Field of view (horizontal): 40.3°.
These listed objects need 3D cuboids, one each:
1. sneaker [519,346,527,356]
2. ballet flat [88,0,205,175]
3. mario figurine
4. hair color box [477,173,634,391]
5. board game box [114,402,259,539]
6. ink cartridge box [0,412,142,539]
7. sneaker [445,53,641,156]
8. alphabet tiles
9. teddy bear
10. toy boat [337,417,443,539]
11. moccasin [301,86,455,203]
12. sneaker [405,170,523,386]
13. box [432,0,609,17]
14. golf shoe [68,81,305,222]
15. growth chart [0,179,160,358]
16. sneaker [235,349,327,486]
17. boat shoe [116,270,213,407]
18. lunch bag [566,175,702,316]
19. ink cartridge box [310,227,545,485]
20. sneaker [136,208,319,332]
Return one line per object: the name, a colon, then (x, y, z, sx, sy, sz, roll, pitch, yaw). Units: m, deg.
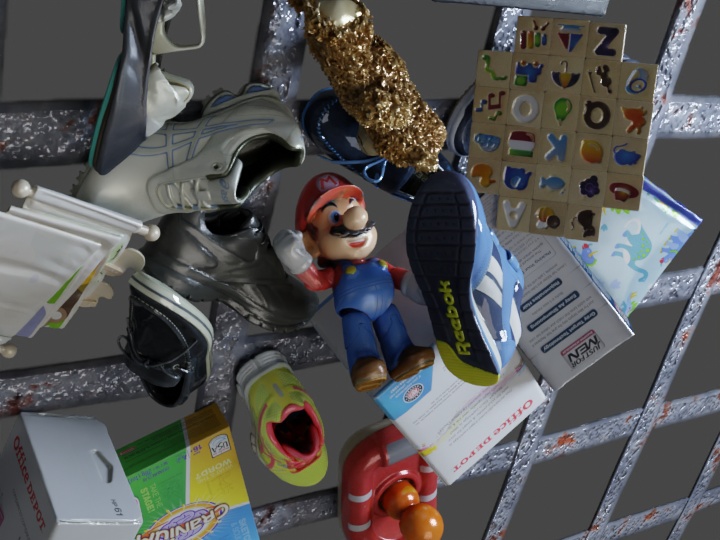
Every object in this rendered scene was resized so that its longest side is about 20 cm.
sneaker: (0.214, 0.067, 1.168, 0.199, 0.074, 0.082, 25, 102, -43)
ballet flat: (-0.151, -0.160, 0.721, 0.072, 0.073, 0.202, 1, 113, -36)
mario figurine: (0.000, 0.000, 0.882, 0.105, 0.202, 0.123, -28, 165, 24)
hair color box: (0.173, 0.009, 0.988, 0.100, 0.201, 0.061, -38, -178, 15)
board game box: (-0.194, 0.250, 1.030, 0.152, 0.040, 0.201, -25, 133, -19)
ink cartridge box: (-0.288, 0.250, 0.887, 0.084, 0.145, 0.201, 15, 112, -40)
sneaker: (0.184, -0.160, 0.952, 0.199, 0.109, 0.070, -33, 135, -11)
alphabet tiles: (0.186, -0.131, 0.920, 0.006, 0.165, 0.202, -40, 135, -73)
teddy bear: (-0.002, -0.154, 0.787, 0.067, 0.145, 0.200, -41, 151, 1)
toy boat: (0.050, 0.277, 1.163, 0.129, 0.131, 0.202, -18, 130, -24)
moccasin: (0.035, -0.110, 0.908, 0.199, 0.068, 0.081, 20, 109, -42)
sneaker: (0.096, 0.000, 0.861, 0.082, 0.073, 0.202, -38, 126, -39)
box: (0.140, -0.303, 0.836, 0.198, 0.079, 0.142, -5, 127, -33)
golf shoe: (-0.137, -0.079, 0.788, 0.199, 0.097, 0.079, -31, 137, -11)
growth chart: (-0.266, 0.007, 0.774, 0.199, 0.018, 0.144, -38, 141, 20)
sneaker: (-0.071, 0.178, 1.031, 0.078, 0.090, 0.201, -34, 137, -13)
boat shoe: (-0.169, 0.066, 0.849, 0.062, 0.074, 0.200, -53, 167, -24)
lunch bag: (0.226, -0.050, 1.055, 0.199, 0.128, 0.171, 28, 105, -18)
ink cartridge box: (0.073, 0.093, 1.031, 0.146, 0.146, 0.200, -40, 135, -4)
sneaker: (-0.103, -0.006, 0.887, 0.199, 0.076, 0.091, 24, 100, -46)
